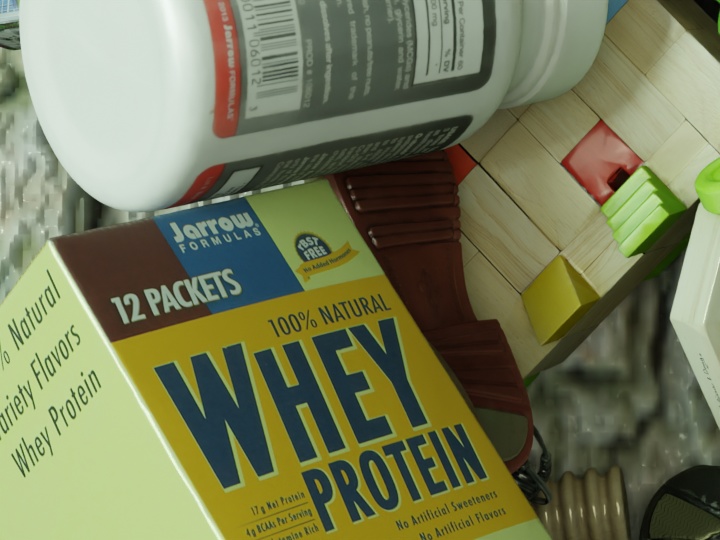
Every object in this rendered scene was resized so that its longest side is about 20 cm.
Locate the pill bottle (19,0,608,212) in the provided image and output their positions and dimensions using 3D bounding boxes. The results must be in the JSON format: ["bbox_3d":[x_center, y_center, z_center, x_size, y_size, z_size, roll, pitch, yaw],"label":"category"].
[{"bbox_3d":[-0.014,-0.093,0.968,0.200,0.116,0.116,-13,85,-35],"label":"pill bottle"}]

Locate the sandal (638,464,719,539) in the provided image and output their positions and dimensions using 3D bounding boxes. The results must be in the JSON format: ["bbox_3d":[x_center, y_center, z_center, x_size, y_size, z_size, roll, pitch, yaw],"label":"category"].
[{"bbox_3d":[0.199,0.157,1.083,0.080,0.057,0.201,-40,66,-8],"label":"sandal"}]

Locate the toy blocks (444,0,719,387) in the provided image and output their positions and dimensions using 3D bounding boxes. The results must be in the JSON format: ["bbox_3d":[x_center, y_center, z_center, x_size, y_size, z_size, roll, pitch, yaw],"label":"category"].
[{"bbox_3d":[0.078,-0.058,1.082,0.137,0.100,0.200,48,112,12],"label":"toy blocks"}]

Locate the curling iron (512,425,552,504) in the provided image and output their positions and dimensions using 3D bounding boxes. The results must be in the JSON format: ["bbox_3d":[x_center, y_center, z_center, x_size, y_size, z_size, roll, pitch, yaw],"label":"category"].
[{"bbox_3d":[-0.009,0.059,1.104,0.200,0.050,0.026,14,49,25],"label":"curling iron"}]

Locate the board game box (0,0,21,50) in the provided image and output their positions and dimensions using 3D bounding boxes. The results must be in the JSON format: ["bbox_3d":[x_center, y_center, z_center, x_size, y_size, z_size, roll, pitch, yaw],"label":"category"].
[{"bbox_3d":[-0.091,-0.151,1.069,0.200,0.062,0.200,-3,80,40],"label":"board game box"}]

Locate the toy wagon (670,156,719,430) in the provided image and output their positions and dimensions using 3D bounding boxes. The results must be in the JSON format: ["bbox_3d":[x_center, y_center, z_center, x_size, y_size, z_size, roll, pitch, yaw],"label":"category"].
[{"bbox_3d":[0.214,-0.005,1.042,0.200,0.040,0.155,-35,113,-21],"label":"toy wagon"}]

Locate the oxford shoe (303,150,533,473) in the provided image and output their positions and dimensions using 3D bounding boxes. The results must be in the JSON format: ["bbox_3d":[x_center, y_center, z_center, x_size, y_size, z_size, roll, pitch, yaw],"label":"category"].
[{"bbox_3d":[0.000,0.000,1.047,0.075,0.070,0.200,-34,65,42],"label":"oxford shoe"}]

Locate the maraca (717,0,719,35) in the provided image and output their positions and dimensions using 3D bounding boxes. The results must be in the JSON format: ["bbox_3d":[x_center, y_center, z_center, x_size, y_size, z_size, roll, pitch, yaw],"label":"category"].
[{"bbox_3d":[0.201,-0.138,1.047,0.200,0.107,0.137,-25,45,-29],"label":"maraca"}]

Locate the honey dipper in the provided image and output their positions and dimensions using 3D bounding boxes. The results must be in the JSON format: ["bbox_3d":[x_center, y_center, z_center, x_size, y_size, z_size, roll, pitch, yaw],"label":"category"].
[{"bbox_3d":[0.013,0.113,1.114,0.200,0.038,0.038,-8,86,8],"label":"honey dipper"}]

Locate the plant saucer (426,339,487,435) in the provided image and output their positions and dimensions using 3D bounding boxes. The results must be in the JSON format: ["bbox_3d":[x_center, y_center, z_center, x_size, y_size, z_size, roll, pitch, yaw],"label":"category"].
[{"bbox_3d":[-0.013,0.091,1.021,0.200,0.029,0.200,14,110,43],"label":"plant saucer"}]

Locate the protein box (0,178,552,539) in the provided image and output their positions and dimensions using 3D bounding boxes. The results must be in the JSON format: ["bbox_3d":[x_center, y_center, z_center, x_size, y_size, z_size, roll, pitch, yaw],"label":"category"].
[{"bbox_3d":[-0.056,0.112,0.950,0.200,0.135,0.199,58,133,18],"label":"protein box"}]
